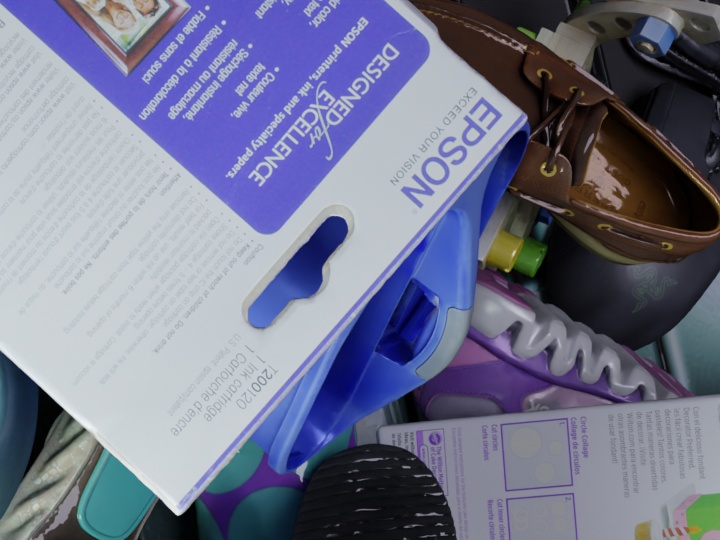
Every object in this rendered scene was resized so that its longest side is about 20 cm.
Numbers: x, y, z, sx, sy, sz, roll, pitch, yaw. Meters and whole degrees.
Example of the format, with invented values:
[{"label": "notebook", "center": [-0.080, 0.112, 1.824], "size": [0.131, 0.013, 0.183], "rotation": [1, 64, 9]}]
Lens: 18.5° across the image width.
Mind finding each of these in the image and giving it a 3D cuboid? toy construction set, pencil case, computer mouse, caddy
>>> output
[{"label": "toy construction set", "center": [0.092, -0.079, 1.083], "size": [0.092, 0.131, 0.200], "rotation": [40, 74, 15]}, {"label": "pencil case", "center": [-0.026, 0.154, 1.024], "size": [0.092, 0.085, 0.200], "rotation": [-13, 96, -61]}, {"label": "computer mouse", "center": [0.166, -0.045, 1.180], "size": [0.138, 0.053, 0.200], "rotation": [38, 68, -26]}, {"label": "caddy", "center": [0.000, 0.000, 0.911], "size": [0.105, 0.200, 0.141], "rotation": [38, 54, 10]}]

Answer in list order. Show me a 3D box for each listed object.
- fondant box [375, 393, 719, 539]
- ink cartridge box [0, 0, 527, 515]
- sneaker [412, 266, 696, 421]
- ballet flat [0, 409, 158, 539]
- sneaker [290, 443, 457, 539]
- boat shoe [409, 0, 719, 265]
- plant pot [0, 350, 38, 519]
[{"label": "fondant box", "center": [0.113, 0.135, 1.002], "size": [0.200, 0.058, 0.144], "rotation": [-6, 78, 11]}, {"label": "ink cartridge box", "center": [-0.074, -0.048, 0.813], "size": [0.200, 0.043, 0.198], "rotation": [43, 98, 4]}, {"label": "sneaker", "center": [0.107, 0.075, 1.119], "size": [0.200, 0.080, 0.088], "rotation": [29, 97, -21]}, {"label": "ballet flat", "center": [-0.133, 0.116, 0.974], "size": [0.067, 0.062, 0.200], "rotation": [44, 75, -37]}, {"label": "sneaker", "center": [0.010, 0.174, 0.950], "size": [0.074, 0.089, 0.200], "rotation": [-4, 57, -4]}, {"label": "boat shoe", "center": [0.082, -0.065, 0.976], "size": [0.200, 0.068, 0.072], "rotation": [30, 80, -24]}, {"label": "plant pot", "center": [-0.209, 0.050, 0.885], "size": [0.200, 0.135, 0.200], "rotation": [3, 85, -33]}]
